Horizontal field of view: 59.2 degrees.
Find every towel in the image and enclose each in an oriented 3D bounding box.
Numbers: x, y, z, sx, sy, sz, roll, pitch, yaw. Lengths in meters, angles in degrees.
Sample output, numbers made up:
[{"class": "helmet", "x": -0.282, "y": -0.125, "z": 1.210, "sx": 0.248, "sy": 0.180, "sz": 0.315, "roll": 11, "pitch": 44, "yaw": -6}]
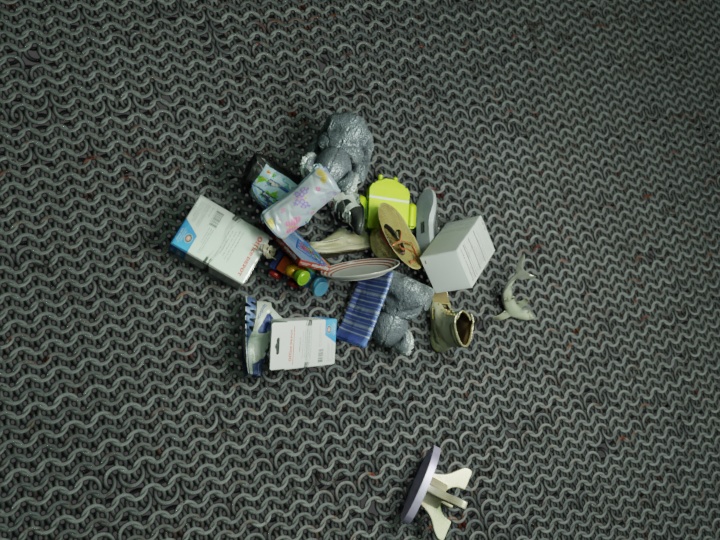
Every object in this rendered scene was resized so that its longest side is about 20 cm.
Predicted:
[{"class": "towel", "x": 0.007, "y": 0.091, "z": 1.608, "sx": 0.024, "sy": 0.145, "sz": 0.201, "roll": 25, "pitch": 82, "yaw": -30}]

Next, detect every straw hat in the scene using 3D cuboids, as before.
[{"class": "straw hat", "x": 0.074, "y": -0.072, "z": 1.682, "sx": 0.201, "sy": 0.085, "sz": 0.202, "roll": 42, "pitch": 32, "yaw": -34}]

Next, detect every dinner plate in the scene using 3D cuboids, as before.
[{"class": "dinner plate", "x": 0.000, "y": 0.000, "z": 1.573, "sx": 0.199, "sy": 0.200, "sz": 0.024, "roll": -11, "pitch": 101, "yaw": -22}]

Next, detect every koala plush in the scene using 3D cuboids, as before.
[{"class": "koala plush", "x": 0.088, "y": 0.110, "z": 1.651, "sx": 0.177, "sy": 0.184, "sz": 0.201, "roll": 25, "pitch": 91, "yaw": -2}, {"class": "koala plush", "x": -0.064, "y": -0.285, "z": 1.620, "sx": 0.177, "sy": 0.184, "sz": 0.200, "roll": 27, "pitch": 51, "yaw": -2}]

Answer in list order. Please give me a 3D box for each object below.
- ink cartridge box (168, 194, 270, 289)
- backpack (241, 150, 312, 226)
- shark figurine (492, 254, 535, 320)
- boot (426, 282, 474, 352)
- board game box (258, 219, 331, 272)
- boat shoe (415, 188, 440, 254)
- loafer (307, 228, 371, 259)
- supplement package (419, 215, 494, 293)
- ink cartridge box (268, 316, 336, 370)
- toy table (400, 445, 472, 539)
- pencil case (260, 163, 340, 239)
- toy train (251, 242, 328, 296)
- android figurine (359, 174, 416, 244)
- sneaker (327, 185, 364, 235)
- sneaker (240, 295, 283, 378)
[{"class": "ink cartridge box", "x": -0.346, "y": -0.066, "z": 1.559, "sx": 0.200, "sy": 0.084, "sz": 0.146, "roll": 32, "pitch": 69, "yaw": -12}, {"class": "backpack", "x": -0.203, "y": -0.198, "z": 1.612, "sx": 0.199, "sy": 0.163, "sz": 0.154, "roll": 20, "pitch": 89, "yaw": -17}, {"class": "shark figurine", "x": 0.431, "y": 0.060, "z": 1.820, "sx": 0.127, "sy": 0.215, "sz": 0.090, "roll": -11, "pitch": 40, "yaw": 5}, {"class": "boot", "x": 0.240, "y": 0.114, "z": 1.703, "sx": 0.072, "sy": 0.155, "sz": 0.201, "roll": 1, "pitch": 78, "yaw": -21}, {"class": "board game box", "x": -0.164, "y": -0.063, "z": 1.570, "sx": 0.103, "sy": 0.200, "sz": 0.020, "roll": 12, "pitch": 113, "yaw": -46}, {"class": "boat shoe", "x": 0.200, "y": -0.131, "z": 1.795, "sx": 0.066, "sy": 0.070, "sz": 0.201, "roll": 22, "pitch": 60, "yaw": -42}, {"class": "loafer", "x": -0.063, "y": -0.074, "z": 1.678, "sx": 0.199, "sy": 0.076, "sz": 0.069, "roll": -8, "pitch": 80, "yaw": -32}, {"class": "supplement package", "x": 0.266, "y": -0.045, "z": 1.719, "sx": 0.200, "sy": 0.117, "sz": 0.118, "roll": -48, "pitch": 119, "yaw": -46}, {"class": "ink cartridge box", "x": -0.155, "y": 0.174, "z": 1.536, "sx": 0.199, "sy": 0.068, "sz": 0.117, "roll": 2, "pitch": 92, "yaw": -45}, {"class": "toy table", "x": 0.193, "y": 0.558, "z": 1.586, "sx": 0.117, "sy": 0.184, "sz": 0.201, "roll": 27, "pitch": 82, "yaw": 4}, {"class": "pencil case", "x": -0.143, "y": -0.164, "z": 1.509, "sx": 0.200, "sy": 0.091, "sz": 0.083, "roll": -41, "pitch": 50, "yaw": 9}, {"class": "toy train", "x": -0.171, "y": -0.003, "z": 1.548, "sx": 0.200, "sy": 0.116, "sz": 0.085, "roll": 31, "pitch": 92, "yaw": -49}, {"class": "android figurine", "x": 0.073, "y": -0.169, "z": 1.764, "sx": 0.181, "sy": 0.041, "sz": 0.201, "roll": 5, "pitch": 80, "yaw": -19}, {"class": "sneaker", "x": -0.040, "y": -0.160, "z": 1.673, "sx": 0.088, "sy": 0.074, "sz": 0.200, "roll": -1, "pitch": 39, "yaw": -15}, {"class": "sneaker", "x": -0.231, "y": 0.161, "z": 1.555, "sx": 0.115, "sy": 0.081, "sz": 0.201, "roll": 2, "pitch": 76, "yaw": -18}]
